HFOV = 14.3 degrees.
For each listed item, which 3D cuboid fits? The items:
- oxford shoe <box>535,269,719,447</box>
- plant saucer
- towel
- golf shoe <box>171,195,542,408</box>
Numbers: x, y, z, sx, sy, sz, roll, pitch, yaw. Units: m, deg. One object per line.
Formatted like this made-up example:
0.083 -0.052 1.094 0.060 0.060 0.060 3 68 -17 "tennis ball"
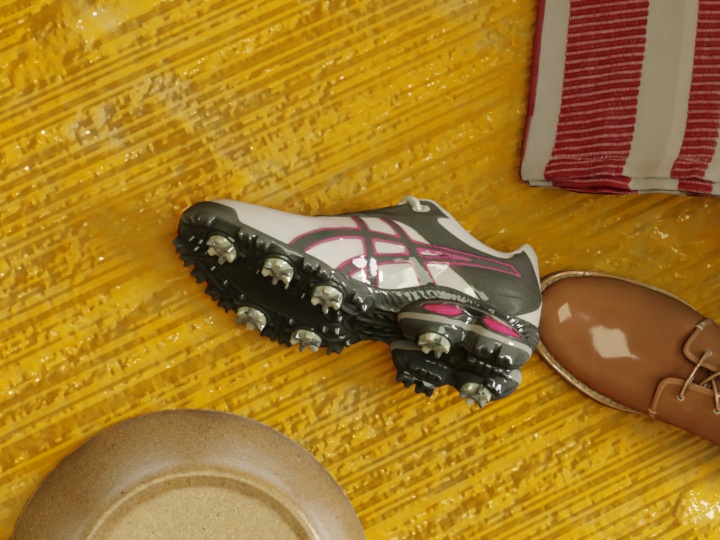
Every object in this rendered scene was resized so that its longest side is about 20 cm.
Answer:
0.181 0.055 1.536 0.200 0.071 0.071 26 85 -10 "oxford shoe"
-0.086 0.172 1.486 0.200 0.035 0.201 0 89 -13 "plant saucer"
0.171 -0.110 1.487 0.023 0.200 0.144 11 84 -52 "towel"
0.000 0.000 1.503 0.200 0.077 0.088 22 56 -8 "golf shoe"
